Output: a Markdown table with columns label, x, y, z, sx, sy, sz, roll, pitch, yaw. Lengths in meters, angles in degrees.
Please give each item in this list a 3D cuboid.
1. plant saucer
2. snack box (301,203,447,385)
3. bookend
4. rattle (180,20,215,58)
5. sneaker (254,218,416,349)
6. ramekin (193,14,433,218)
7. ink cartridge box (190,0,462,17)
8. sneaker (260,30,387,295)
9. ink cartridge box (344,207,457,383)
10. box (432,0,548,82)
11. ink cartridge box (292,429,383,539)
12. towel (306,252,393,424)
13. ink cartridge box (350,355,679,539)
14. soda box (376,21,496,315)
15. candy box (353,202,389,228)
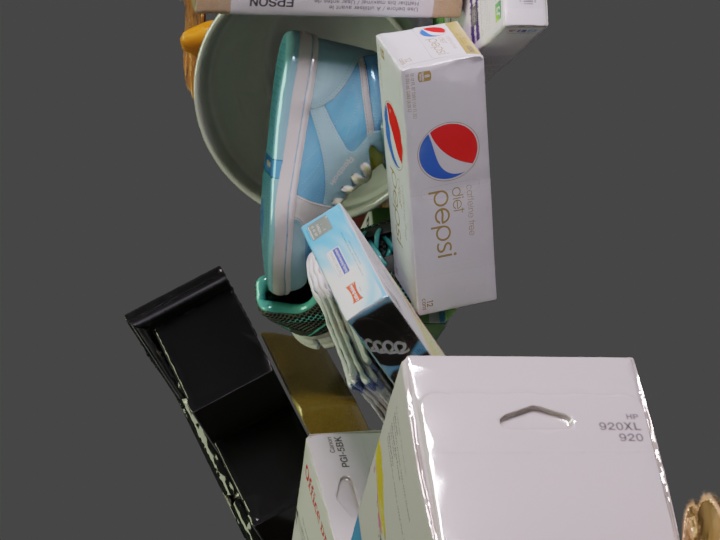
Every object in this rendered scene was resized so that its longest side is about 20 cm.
| label | x | y | z | sx | sy | sz | roll | pitch | yaw |
| --- | --- | --- | --- | --- | --- | --- | --- | --- | --- |
| plant saucer | -0.011 | 0.156 | 1.824 | 0.201 | 0.048 | 0.200 | 65 | 178 | -20 |
| snack box | 0.032 | 0.056 | 1.508 | 0.200 | 0.037 | 0.116 | 55 | -175 | -39 |
| bookend | -0.097 | 0.132 | 1.775 | 0.201 | 0.092 | 0.199 | 61 | 176 | 23 |
| rattle | -0.081 | -0.271 | 1.963 | 0.130 | 0.142 | 0.201 | 133 | 150 | -77 |
| sneaker | 0.000 | 0.000 | 1.644 | 0.200 | 0.091 | 0.078 | -32 | 59 | 29 |
| ramekin | -0.024 | -0.148 | 1.687 | 0.105 | 0.199 | 0.201 | -45 | -37 | -64 |
| ink cartridge box | -0.033 | -0.246 | 1.550 | 0.165 | 0.199 | 0.076 | -109 | 22 | -61 |
| sneaker | -0.006 | -0.074 | 1.583 | 0.080 | 0.130 | 0.201 | -116 | 32 | -71 |
| ink cartridge box | 0.030 | 0.013 | 1.744 | 0.200 | 0.059 | 0.104 | 118 | 150 | -66 |
| box | 0.090 | -0.219 | 1.531 | 0.200 | 0.036 | 0.145 | 147 | 122 | -74 |
| ink cartridge box | 0.000 | 0.241 | 1.607 | 0.147 | 0.082 | 0.201 | -108 | 21 | -47 |
| towel | 0.023 | 0.087 | 1.581 | 0.200 | 0.024 | 0.147 | 53 | -170 | -44 |
| ink cartridge box | 0.086 | 0.166 | 1.267 | 0.201 | 0.146 | 0.145 | 103 | 163 | -47 |
| soda box | 0.056 | -0.073 | 1.528 | 0.068 | 0.063 | 0.201 | -119 | 20 | -58 |
| candy box | -0.003 | -0.109 | 1.913 | 0.200 | 0.055 | 0.116 | -114 | 28 | -63 |
